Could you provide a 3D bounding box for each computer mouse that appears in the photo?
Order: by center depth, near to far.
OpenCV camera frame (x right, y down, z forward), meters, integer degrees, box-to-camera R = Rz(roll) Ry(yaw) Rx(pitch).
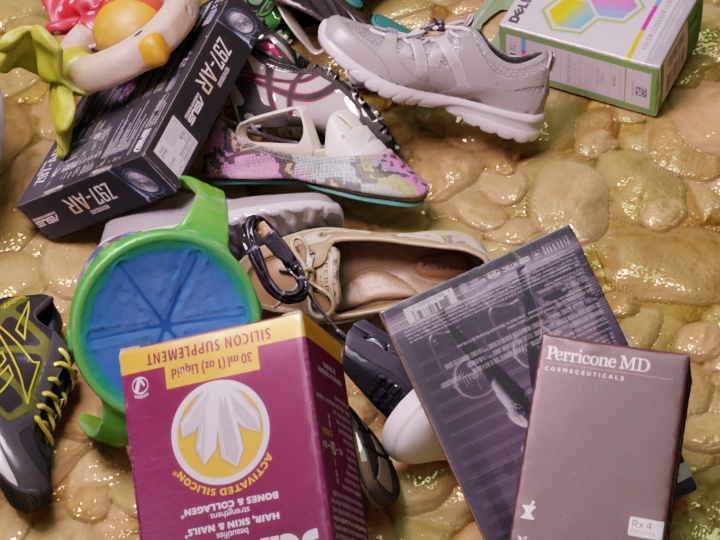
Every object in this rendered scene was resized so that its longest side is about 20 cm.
[{"bbox_3d":[-0.010,0.034,1.209,0.200,0.034,0.059,46,39,-10],"label":"computer mouse"}]

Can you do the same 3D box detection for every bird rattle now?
[{"bbox_3d":[-0.201,-0.186,1.386,0.162,0.113,0.200,-12,26,25],"label":"bird rattle"}]

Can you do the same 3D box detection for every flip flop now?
[{"bbox_3d":[-0.039,0.104,1.205,0.058,0.081,0.200,-42,54,-4],"label":"flip flop"}]

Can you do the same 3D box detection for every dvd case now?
[{"bbox_3d":[0.121,0.089,1.157,0.148,0.016,0.201,-24,80,-7],"label":"dvd case"}]

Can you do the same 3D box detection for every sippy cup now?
[{"bbox_3d":[-0.151,0.029,1.230,0.177,0.140,0.130,-33,18,-9],"label":"sippy cup"}]

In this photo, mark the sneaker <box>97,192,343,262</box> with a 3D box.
[{"bbox_3d":[-0.113,-0.039,1.334,0.198,0.075,0.082,-8,45,-2],"label":"sneaker"}]

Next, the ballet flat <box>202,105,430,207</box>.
[{"bbox_3d":[-0.039,-0.095,1.359,0.198,0.072,0.069,8,11,25],"label":"ballet flat"}]

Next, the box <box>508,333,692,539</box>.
[{"bbox_3d":[0.151,0.150,1.088,0.099,0.075,0.202,7,74,13],"label":"box"}]

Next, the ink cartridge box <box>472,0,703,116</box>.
[{"bbox_3d":[0.182,-0.211,1.457,0.198,0.060,0.104,19,54,22],"label":"ink cartridge box"}]

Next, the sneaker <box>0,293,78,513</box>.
[{"bbox_3d":[-0.244,0.085,1.240,0.084,0.075,0.201,-19,49,-6],"label":"sneaker"}]

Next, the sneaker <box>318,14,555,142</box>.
[{"bbox_3d":[0.063,-0.175,1.376,0.198,0.083,0.075,17,19,-12],"label":"sneaker"}]

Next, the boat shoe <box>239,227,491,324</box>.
[{"bbox_3d":[0.000,0.000,1.276,0.198,0.063,0.074,-9,90,-2],"label":"boat shoe"}]

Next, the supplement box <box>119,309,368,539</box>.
[{"bbox_3d":[-0.071,0.143,1.091,0.130,0.103,0.202,-13,73,11],"label":"supplement box"}]

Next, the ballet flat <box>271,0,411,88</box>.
[{"bbox_3d":[-0.005,-0.204,1.461,0.199,0.069,0.068,38,21,0],"label":"ballet flat"}]

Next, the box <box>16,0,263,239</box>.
[{"bbox_3d":[-0.179,-0.128,1.387,0.159,0.044,0.201,-18,37,39],"label":"box"}]

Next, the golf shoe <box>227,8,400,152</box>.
[{"bbox_3d":[-0.051,-0.135,1.427,0.200,0.077,0.088,37,85,31],"label":"golf shoe"}]

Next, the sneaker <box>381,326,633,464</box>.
[{"bbox_3d":[0.114,0.098,1.186,0.198,0.073,0.085,-21,47,-13],"label":"sneaker"}]

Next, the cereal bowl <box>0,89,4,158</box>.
[{"bbox_3d":[-0.339,-0.123,1.368,0.083,0.201,0.201,-5,44,-27],"label":"cereal bowl"}]

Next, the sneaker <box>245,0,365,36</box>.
[{"bbox_3d":[-0.007,-0.260,1.525,0.198,0.078,0.086,-23,56,-1],"label":"sneaker"}]
